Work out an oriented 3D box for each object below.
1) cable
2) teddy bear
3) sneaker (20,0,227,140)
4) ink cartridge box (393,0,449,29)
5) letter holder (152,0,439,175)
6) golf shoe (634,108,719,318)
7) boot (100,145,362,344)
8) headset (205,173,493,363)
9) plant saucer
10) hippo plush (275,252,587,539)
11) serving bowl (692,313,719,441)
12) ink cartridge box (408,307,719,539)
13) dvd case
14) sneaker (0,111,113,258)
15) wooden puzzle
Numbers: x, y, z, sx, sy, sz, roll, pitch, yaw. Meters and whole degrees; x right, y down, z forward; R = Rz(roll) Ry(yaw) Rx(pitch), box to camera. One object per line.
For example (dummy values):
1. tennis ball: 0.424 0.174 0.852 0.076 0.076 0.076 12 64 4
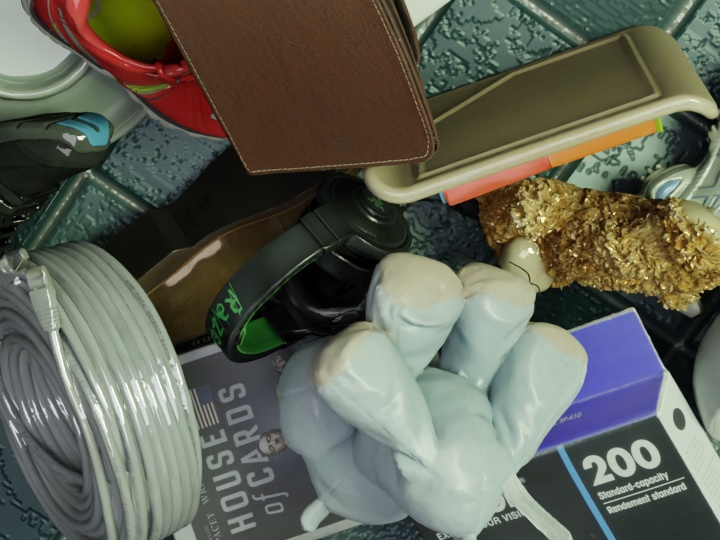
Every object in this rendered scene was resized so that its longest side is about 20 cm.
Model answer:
1. cable: -0.169 0.079 1.337 0.069 0.200 0.200 -24 91 -26
2. teddy bear: 0.148 -0.012 1.265 0.200 0.145 0.067 10 87 27
3. sneaker: -0.112 -0.126 1.303 0.200 0.085 0.077 25 92 -36
4. ink cartridge box: 0.060 -0.260 1.270 0.200 0.086 0.148 -38 113 0
5. letter holder: -0.027 -0.162 1.197 0.142 0.101 0.200 -2 131 35
6. golf shoe: 0.245 -0.056 1.332 0.200 0.078 0.097 -46 69 19
7. boot: -0.071 -0.027 1.378 0.200 0.074 0.075 -33 130 6
8. headset: 0.000 0.000 1.328 0.200 0.124 0.094 -32 72 -29
9. plant saucer: -0.206 -0.161 1.343 0.200 0.050 0.200 0 105 1
10. hippo plush: 0.039 0.089 1.299 0.159 0.161 0.200 -33 95 -26
11. serving bowl: 0.281 0.024 1.324 0.200 0.200 0.066 -34 69 9
12. ink cartridge box: 0.128 0.141 1.354 0.198 0.043 0.200 -22 106 32
13. dvd case: -0.039 0.100 1.405 0.200 0.025 0.150 -19 104 -4
14. sneaker: -0.220 -0.046 1.327 0.200 0.073 0.082 -15 87 40
15. wooden puzzle: 0.101 -0.089 1.285 0.200 0.185 0.037 -14 108 5
